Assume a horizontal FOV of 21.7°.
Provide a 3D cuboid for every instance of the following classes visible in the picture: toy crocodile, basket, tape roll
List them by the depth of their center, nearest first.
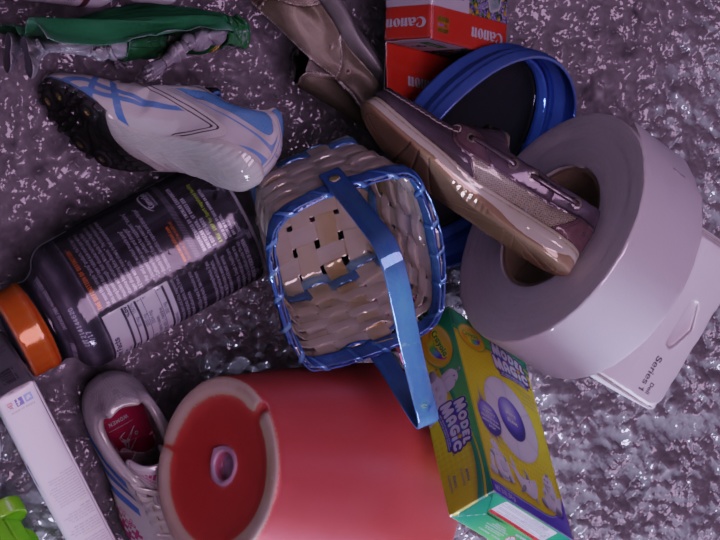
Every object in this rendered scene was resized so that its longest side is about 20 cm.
[{"bbox_3d":[0.000,0.000,1.398,0.138,0.200,0.177,-18,130,-9],"label":"basket"},{"bbox_3d":[-0.288,0.213,1.431,0.062,0.200,0.068,-37,73,5],"label":"toy crocodile"},{"bbox_3d":[0.171,-0.020,1.469,0.071,0.202,0.203,31,89,-30],"label":"tape roll"}]

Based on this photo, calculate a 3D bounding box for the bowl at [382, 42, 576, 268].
[{"bbox_3d":[0.092,-0.095,1.528,0.200,0.039,0.202,-32,143,-27],"label":"bowl"}]

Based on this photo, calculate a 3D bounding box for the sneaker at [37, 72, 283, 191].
[{"bbox_3d":[-0.151,-0.114,1.425,0.072,0.199,0.073,89,23,-46],"label":"sneaker"}]

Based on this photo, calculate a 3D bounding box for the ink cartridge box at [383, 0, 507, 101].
[{"bbox_3d":[0.070,-0.209,1.491,0.109,0.050,0.202,4,87,-53],"label":"ink cartridge box"}]

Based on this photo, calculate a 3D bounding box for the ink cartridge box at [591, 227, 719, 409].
[{"bbox_3d":[0.199,0.009,1.556,0.084,0.200,0.145,31,90,-29],"label":"ink cartridge box"}]

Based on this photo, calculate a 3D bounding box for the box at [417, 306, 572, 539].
[{"bbox_3d":[0.098,0.118,1.469,0.048,0.201,0.117,-33,138,22],"label":"box"}]

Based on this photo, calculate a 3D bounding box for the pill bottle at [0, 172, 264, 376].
[{"bbox_3d":[-0.183,0.004,1.452,0.199,0.106,0.107,-29,111,-14],"label":"pill bottle"}]

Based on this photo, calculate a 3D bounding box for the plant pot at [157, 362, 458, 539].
[{"bbox_3d":[-0.048,0.161,1.466,0.177,0.200,0.202,12,98,-45],"label":"plant pot"}]

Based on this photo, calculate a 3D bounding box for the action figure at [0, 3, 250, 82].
[{"bbox_3d":[-0.169,-0.175,1.425,0.199,0.118,0.055,-9,107,-31],"label":"action figure"}]

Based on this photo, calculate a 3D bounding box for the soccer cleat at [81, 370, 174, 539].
[{"bbox_3d":[-0.167,0.174,1.509,0.070,0.086,0.201,-30,112,-13],"label":"soccer cleat"}]

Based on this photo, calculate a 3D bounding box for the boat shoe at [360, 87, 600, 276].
[{"bbox_3d":[0.091,-0.077,1.408,0.199,0.072,0.065,37,76,8],"label":"boat shoe"}]

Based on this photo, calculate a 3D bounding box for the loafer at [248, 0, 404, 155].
[{"bbox_3d":[-0.022,-0.166,1.504,0.069,0.075,0.201,-33,113,4],"label":"loafer"}]

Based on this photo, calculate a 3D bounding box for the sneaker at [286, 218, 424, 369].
[{"bbox_3d":[0.015,0.031,1.547,0.200,0.095,0.079,39,88,-24],"label":"sneaker"}]

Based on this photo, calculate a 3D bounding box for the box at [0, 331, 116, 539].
[{"bbox_3d":[-0.236,0.155,1.445,0.036,0.144,0.201,-27,112,-12],"label":"box"}]

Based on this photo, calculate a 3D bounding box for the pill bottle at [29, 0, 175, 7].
[{"bbox_3d":[-0.230,-0.251,1.371,0.198,0.109,0.111,3,101,-23],"label":"pill bottle"}]
